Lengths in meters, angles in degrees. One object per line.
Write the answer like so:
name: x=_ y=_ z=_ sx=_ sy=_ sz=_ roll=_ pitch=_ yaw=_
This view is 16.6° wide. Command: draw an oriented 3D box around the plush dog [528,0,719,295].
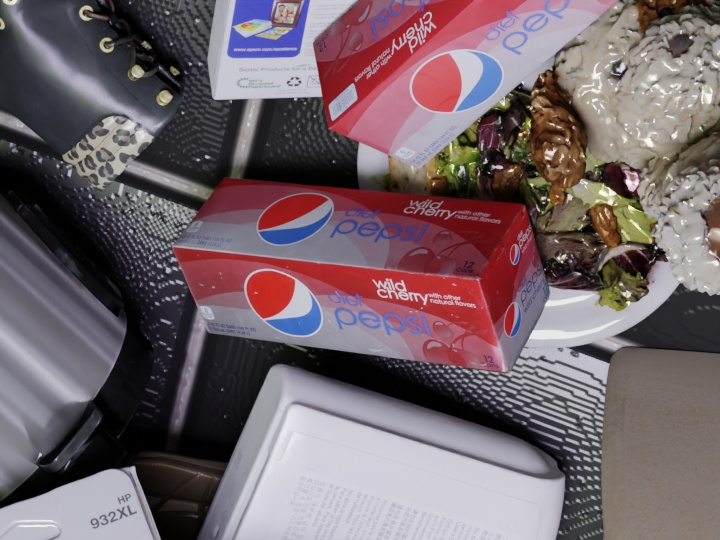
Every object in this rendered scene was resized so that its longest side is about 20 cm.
plush dog: x=0.180 y=-0.086 z=1.274 sx=0.171 sy=0.161 sz=0.200 roll=38 pitch=78 yaw=11

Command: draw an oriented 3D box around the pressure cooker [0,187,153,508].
pressure cooker: x=-0.219 y=0.063 z=1.439 sx=0.178 sy=0.176 sz=0.200 roll=-34 pitch=114 yaw=29

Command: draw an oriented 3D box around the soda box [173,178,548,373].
soda box: x=0.000 y=0.000 z=1.367 sx=0.199 sy=0.064 sz=0.070 roll=6 pitch=133 yaw=30

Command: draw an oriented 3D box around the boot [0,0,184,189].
boot: x=-0.149 y=-0.154 z=1.380 sx=0.153 sy=0.074 sz=0.204 roll=38 pitch=117 yaw=-11

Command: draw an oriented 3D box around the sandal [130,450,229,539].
sandal: x=-0.055 y=0.152 z=1.501 sx=0.199 sy=0.054 sz=0.081 roll=19 pitch=112 yaw=-1

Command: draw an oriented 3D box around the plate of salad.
plate of salad: x=0.091 y=-0.043 z=1.365 sx=0.198 sy=0.048 sz=0.202 roll=7 pitch=116 yaw=14

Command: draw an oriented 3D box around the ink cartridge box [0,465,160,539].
ink cartridge box: x=-0.183 y=0.198 z=1.405 sx=0.144 sy=0.200 sz=0.084 roll=-20 pitch=72 yaw=-13

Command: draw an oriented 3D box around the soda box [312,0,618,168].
soda box: x=0.066 y=-0.139 z=1.261 sx=0.070 sy=0.064 sz=0.200 roll=21 pitch=134 yaw=-36

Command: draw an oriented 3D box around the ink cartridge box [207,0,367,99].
ink cartridge box: x=-0.023 y=-0.163 z=1.285 sx=0.094 sy=0.037 sz=0.201 roll=-3 pitch=147 yaw=-12

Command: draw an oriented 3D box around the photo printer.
photo printer: x=0.013 y=0.155 z=1.435 sx=0.199 sy=0.070 sz=0.167 roll=17 pitch=107 yaw=-19

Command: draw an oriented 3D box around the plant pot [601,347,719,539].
plant pot: x=0.220 y=0.176 z=1.356 sx=0.198 sy=0.177 sz=0.202 roll=4 pitch=116 yaw=16
